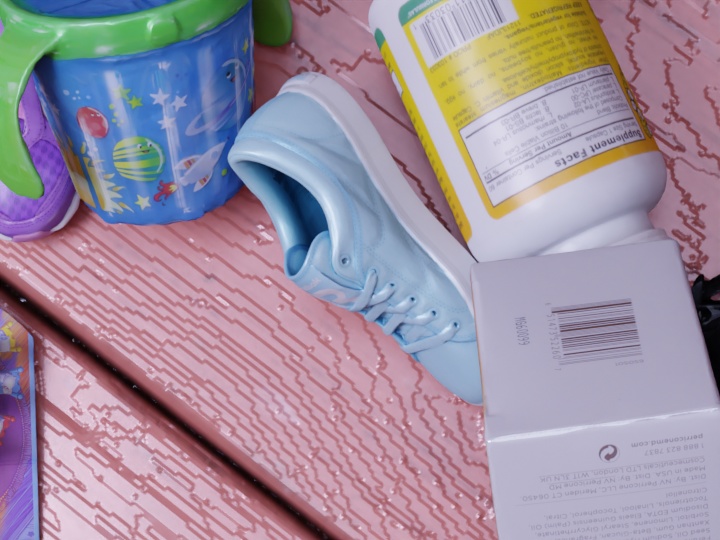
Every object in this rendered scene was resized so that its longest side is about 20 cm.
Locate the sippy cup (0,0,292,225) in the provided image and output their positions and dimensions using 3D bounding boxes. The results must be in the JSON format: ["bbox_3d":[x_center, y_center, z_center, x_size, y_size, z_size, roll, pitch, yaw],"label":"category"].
[{"bbox_3d":[-0.111,-0.099,1.111,0.176,0.140,0.131,-14,121,-9],"label":"sippy cup"}]

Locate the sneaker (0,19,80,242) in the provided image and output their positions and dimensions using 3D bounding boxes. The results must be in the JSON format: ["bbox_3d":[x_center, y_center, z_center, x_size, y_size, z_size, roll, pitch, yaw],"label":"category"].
[{"bbox_3d":[-0.194,-0.117,1.151,0.080,0.088,0.202,-5,83,2],"label":"sneaker"}]

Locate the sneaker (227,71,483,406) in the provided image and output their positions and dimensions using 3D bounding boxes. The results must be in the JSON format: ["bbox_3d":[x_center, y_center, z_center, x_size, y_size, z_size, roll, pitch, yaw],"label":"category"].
[{"bbox_3d":[0.000,0.000,1.106,0.082,0.074,0.200,-40,95,-32],"label":"sneaker"}]

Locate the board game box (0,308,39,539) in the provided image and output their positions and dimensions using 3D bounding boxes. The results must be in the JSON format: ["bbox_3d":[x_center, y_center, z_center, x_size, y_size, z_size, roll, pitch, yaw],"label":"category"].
[{"bbox_3d":[-0.242,0.103,1.113,0.157,0.039,0.202,-1,87,-20],"label":"board game box"}]

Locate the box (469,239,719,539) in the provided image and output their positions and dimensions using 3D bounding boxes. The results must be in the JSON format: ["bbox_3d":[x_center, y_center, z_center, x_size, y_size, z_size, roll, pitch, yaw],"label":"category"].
[{"bbox_3d":[0.117,0.112,1.022,0.105,0.153,0.201,-7,119,3],"label":"box"}]

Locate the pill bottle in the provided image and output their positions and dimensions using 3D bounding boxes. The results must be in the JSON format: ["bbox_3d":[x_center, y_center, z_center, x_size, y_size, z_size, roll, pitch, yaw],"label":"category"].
[{"bbox_3d":[0.091,-0.068,1.110,0.112,0.113,0.201,-25,81,1],"label":"pill bottle"}]

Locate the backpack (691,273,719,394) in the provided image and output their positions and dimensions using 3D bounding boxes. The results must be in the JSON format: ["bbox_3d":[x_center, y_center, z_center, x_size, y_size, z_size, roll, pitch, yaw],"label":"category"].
[{"bbox_3d":[0.267,0.064,1.049,0.189,0.200,0.156,-8,91,-6],"label":"backpack"}]
